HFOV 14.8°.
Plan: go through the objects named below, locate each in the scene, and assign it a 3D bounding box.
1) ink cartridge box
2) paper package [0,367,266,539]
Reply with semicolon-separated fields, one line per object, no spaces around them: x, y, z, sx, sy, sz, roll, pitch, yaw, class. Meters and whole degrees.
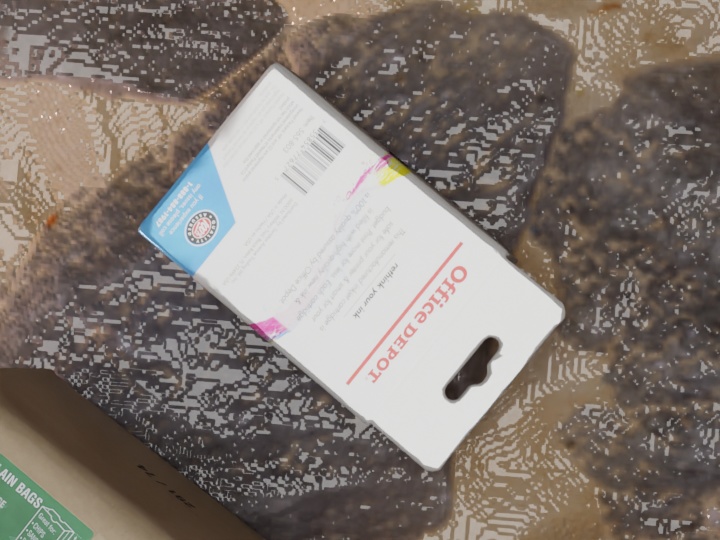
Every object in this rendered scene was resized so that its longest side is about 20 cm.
0.000;0.000;1.434;0.200;0.068;0.115;40;93;8;ink cartridge box
-0.132;0.146;1.385;0.200;0.191;0.104;38;93;8;paper package
